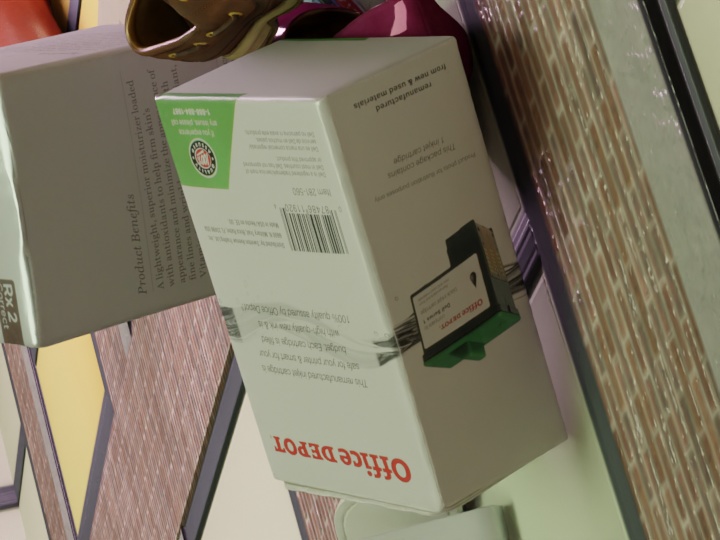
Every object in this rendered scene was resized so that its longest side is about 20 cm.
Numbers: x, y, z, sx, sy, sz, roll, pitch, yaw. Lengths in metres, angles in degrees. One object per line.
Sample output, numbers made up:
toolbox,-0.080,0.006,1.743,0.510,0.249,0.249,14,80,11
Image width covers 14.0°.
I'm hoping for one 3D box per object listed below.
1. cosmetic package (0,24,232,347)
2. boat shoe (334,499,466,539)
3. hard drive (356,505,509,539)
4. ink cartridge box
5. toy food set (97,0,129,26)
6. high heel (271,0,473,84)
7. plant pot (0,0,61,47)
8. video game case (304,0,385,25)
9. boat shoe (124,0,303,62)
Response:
cosmetic package,-0.176,-0.058,1.816,0.165,0.200,0.165,4,105,50
boat shoe,0.028,0.096,1.536,0.200,0.073,0.062,88,-160,-49
hard drive,0.031,0.230,1.465,0.026,0.131,0.201,11,-115,-71
ink cartridge box,0.000,0.000,1.352,0.146,0.084,0.201,6,118,55
toy food set,-0.133,-0.163,1.978,0.144,0.060,0.201,-127,38,-62
high heel,-0.002,-0.122,1.433,0.200,0.067,0.096,33,144,51
plant pot,-0.326,-0.167,2.488,0.195,0.200,0.201,51,150,46
video game case,-0.058,-0.163,1.589,0.143,0.017,0.200,46,163,2
boat shoe,-0.070,-0.147,1.406,0.200,0.067,0.072,125,127,-68
